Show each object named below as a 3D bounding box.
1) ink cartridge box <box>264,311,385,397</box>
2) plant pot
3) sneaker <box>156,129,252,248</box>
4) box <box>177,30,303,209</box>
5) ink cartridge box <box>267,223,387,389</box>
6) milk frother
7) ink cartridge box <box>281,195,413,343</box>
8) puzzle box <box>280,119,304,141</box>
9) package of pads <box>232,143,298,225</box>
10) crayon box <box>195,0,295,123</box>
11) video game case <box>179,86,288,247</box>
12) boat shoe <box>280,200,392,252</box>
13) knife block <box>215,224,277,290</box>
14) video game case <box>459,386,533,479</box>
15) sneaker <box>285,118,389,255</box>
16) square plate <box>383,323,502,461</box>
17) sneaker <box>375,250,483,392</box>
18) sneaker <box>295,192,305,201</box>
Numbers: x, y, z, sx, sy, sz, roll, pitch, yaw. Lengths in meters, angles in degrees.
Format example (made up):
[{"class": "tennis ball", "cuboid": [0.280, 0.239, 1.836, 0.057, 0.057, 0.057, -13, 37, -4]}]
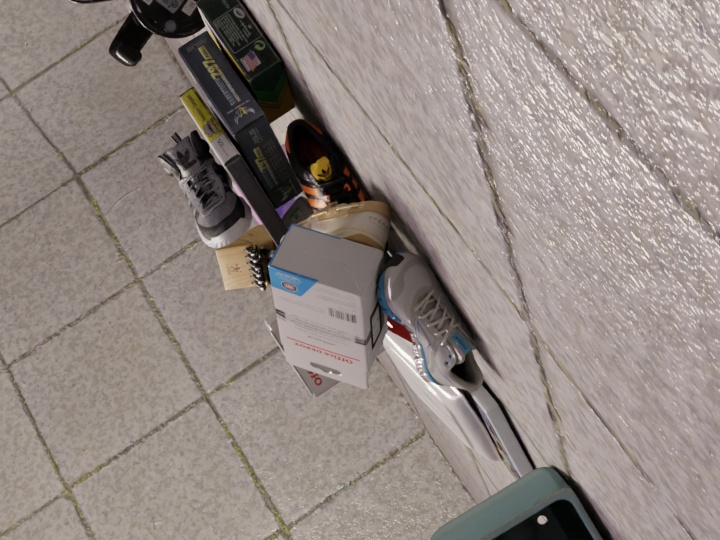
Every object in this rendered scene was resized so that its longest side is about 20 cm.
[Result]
[{"class": "ink cartridge box", "cuboid": [-0.037, 0.089, 2.133, 0.147, 0.199, 0.086, 57, 176, -12]}, {"class": "plant pot", "cuboid": [0.195, 0.344, 1.519, 0.197, 0.195, 0.200, 57, -174, -9]}, {"class": "sneaker", "cuboid": [-0.208, -0.111, 1.689, 0.114, 0.075, 0.200, 54, -178, -33]}, {"class": "box", "cuboid": [-0.152, -0.189, 1.664, 0.158, 0.051, 0.200, 55, 176, 27]}, {"class": "ink cartridge box", "cuboid": [-0.033, 0.045, 1.496, 0.115, 0.068, 0.201, 18, 147, 15]}, {"class": "milk frother", "cuboid": [-0.305, -0.390, 1.731, 0.201, 0.180, 0.188, 54, 176, -17]}, {"class": "ink cartridge box", "cuboid": [0.000, 0.000, 1.667, 0.160, 0.050, 0.200, 30, -166, -40]}, {"class": "puzzle box", "cuboid": [-0.062, -0.147, 1.832, 0.134, 0.025, 0.200, 57, 176, -8]}, {"class": "package of pads", "cuboid": [-0.109, -0.103, 2.067, 0.200, 0.120, 0.076, 53, 178, 41]}, {"class": "crayon box", "cuboid": [-0.143, -0.269, 1.670, 0.127, 0.051, 0.200, 55, 175, 12]}, {"class": "video game case", "cuboid": [-0.150, -0.117, 1.661, 0.181, 0.025, 0.200, 54, 176, 46]}, {"class": "boat shoe", "cuboid": [-0.024, -0.045, 1.526, 0.074, 0.070, 0.199, 35, 161, -28]}, {"class": "knife block", "cuboid": [-0.110, -0.024, 1.882, 0.200, 0.174, 0.065, -37, -64, -62]}, {"class": "video game case", "cuboid": [0.167, 0.192, 1.739, 0.182, 0.023, 0.201, 52, 174, 50]}, {"class": "sneaker", "cuboid": [-0.036, -0.098, 1.586, 0.201, 0.070, 0.090, 58, 180, 17]}, {"class": "square plate", "cuboid": [0.100, 0.163, 1.768, 0.198, 0.028, 0.200, 45, 172, 39]}, {"class": "sneaker", "cuboid": [0.089, 0.060, 1.453, 0.086, 0.075, 0.201, 24, 152, 49]}, {"class": "sneaker", "cuboid": [-0.061, -0.036, 1.911, 0.075, 0.105, 0.200, 32, 175, 23]}]
